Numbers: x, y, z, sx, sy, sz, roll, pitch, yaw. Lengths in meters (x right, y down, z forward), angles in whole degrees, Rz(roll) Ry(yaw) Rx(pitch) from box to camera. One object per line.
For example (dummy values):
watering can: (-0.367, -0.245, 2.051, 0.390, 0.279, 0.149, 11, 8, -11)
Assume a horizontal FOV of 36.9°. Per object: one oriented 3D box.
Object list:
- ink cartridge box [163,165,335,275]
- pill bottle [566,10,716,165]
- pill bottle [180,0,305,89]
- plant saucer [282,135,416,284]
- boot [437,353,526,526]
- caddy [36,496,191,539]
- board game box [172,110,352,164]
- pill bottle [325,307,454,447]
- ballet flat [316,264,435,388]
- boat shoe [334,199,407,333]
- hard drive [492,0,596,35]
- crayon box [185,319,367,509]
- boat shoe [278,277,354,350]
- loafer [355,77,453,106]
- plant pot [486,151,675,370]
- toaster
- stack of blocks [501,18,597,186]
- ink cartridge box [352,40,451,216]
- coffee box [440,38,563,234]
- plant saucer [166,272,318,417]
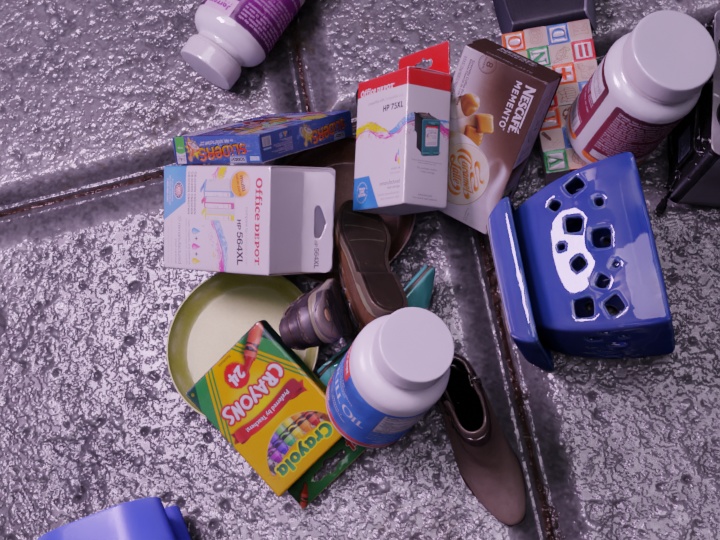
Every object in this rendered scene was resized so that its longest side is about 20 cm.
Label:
ink cartridge box: (-0.126, -0.063, 1.310, 0.198, 0.125, 0.130, 4, 95, 36)
pill bottle: (0.317, -0.202, 1.231, 0.113, 0.200, 0.115, 3, 72, -8)
pill bottle: (-0.154, -0.350, 1.462, 0.112, 0.112, 0.201, 31, 80, 17)
plant saucer: (-0.024, -0.075, 1.396, 0.198, 0.037, 0.203, -3, 73, 10)
boot: (0.133, 0.190, 1.229, 0.070, 0.146, 0.201, -27, 71, -2)
caddy: (-0.283, 0.345, 1.257, 0.198, 0.142, 0.106, -22, 68, 4)
board game box: (-0.118, -0.167, 1.344, 0.134, 0.199, 0.035, 3, 107, 33)
pill bottle: (0.034, 0.115, 1.185, 0.111, 0.200, 0.113, 6, 63, -12)
ballet flat: (0.037, 0.084, 1.326, 0.200, 0.067, 0.070, -45, 83, -1)
boat shoe: (0.000, 0.000, 1.302, 0.071, 0.068, 0.201, 9, 42, -20)
hard drive: (0.238, -0.403, 1.441, 0.133, 0.042, 0.202, -9, 67, 7)
crayon box: (-0.095, 0.175, 1.293, 0.127, 0.051, 0.200, -44, 86, 5)
boat shoe: (-0.056, 0.053, 1.272, 0.073, 0.200, 0.075, -18, 86, 6)
loafer: (0.094, -0.221, 1.411, 0.198, 0.073, 0.073, 11, 43, 7)
plant pot: (0.252, 0.004, 1.245, 0.178, 0.200, 0.202, -14, 71, 13)
toaster: (0.433, -0.176, 1.273, 0.117, 0.200, 0.183, 8, 73, 0)
stack of blocks: (0.250, -0.209, 1.377, 0.114, 0.059, 0.202, -9, 72, 7)
ink cartridge box: (0.050, -0.172, 1.303, 0.067, 0.116, 0.202, 4, 85, -32)
coffee box: (0.153, -0.164, 1.317, 0.114, 0.080, 0.201, 28, 116, 15)
plant saucer: (-0.147, 0.097, 1.368, 0.198, 0.031, 0.202, -3, 74, 9)
